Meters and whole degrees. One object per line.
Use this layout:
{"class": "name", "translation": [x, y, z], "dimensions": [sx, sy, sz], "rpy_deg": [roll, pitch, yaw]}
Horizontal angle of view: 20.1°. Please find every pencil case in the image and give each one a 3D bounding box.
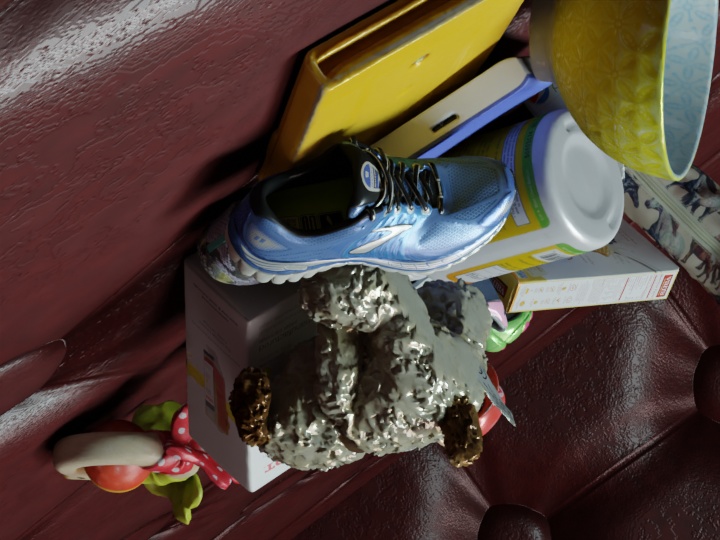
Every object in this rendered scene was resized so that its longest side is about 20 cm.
{"class": "pencil case", "translation": [0.270, -0.046, 1.685], "dimensions": [0.078, 0.200, 0.089], "rpy_deg": [-51, 160, 23]}

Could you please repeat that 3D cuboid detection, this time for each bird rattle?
{"class": "bird rattle", "translation": [-0.186, 0.169, 1.774], "dimensions": [0.162, 0.113, 0.200], "rpy_deg": [0, 175, -10]}

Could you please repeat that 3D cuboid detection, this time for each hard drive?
{"class": "hard drive", "translation": [0.075, -0.113, 1.486], "dimensions": [0.132, 0.025, 0.200], "rpy_deg": [-32, 179, 13]}

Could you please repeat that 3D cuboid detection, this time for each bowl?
{"class": "bowl", "translation": [0.176, -0.166, 1.393], "dimensions": [0.107, 0.201, 0.200], "rpy_deg": [7, -177, 18]}

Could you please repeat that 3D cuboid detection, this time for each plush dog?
{"class": "plush dog", "translation": [-0.001, 0.091, 1.474], "dimensions": [0.171, 0.161, 0.200], "rpy_deg": [-26, 158, 27]}

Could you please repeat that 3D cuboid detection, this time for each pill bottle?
{"class": "pill bottle", "translation": [0.098, -0.051, 1.613], "dimensions": [0.199, 0.112, 0.111], "rpy_deg": [-16, -176, 37]}

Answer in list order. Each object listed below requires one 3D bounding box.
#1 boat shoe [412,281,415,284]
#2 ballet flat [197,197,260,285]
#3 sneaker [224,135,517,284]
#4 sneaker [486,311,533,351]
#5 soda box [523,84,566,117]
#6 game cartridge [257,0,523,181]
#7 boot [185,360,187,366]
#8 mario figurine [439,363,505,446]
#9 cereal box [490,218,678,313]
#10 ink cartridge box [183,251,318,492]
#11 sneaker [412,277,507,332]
{"class": "boat shoe", "translation": [0.000, 0.000, 1.707], "dimensions": [0.201, 0.060, 0.072], "rpy_deg": [-32, 133, -41]}
{"class": "ballet flat", "translation": [-0.019, -0.036, 1.456], "dimensions": [0.199, 0.072, 0.072], "rpy_deg": [-16, 161, -31]}
{"class": "sneaker", "translation": [0.013, -0.042, 1.347], "dimensions": [0.199, 0.079, 0.089], "rpy_deg": [-11, 159, -15]}
{"class": "sneaker", "translation": [0.115, -0.010, 1.910], "dimensions": [0.077, 0.084, 0.200], "rpy_deg": [-39, -152, 19]}
{"class": "soda box", "translation": [0.194, -0.152, 1.703], "dimensions": [0.068, 0.064, 0.200], "rpy_deg": [-39, 170, 19]}
{"class": "game cartridge", "translation": [0.021, -0.130, 1.345], "dimensions": [0.176, 0.033, 0.200], "rpy_deg": [-32, 172, -20]}
{"class": "boot", "translation": [-0.060, 0.046, 1.796], "dimensions": [0.131, 0.068, 0.200], "rpy_deg": [-45, 168, 21]}
{"class": "mario figurine", "translation": [0.051, 0.097, 1.815], "dimensions": [0.199, 0.124, 0.106], "rpy_deg": [11, 179, -34]}
{"class": "cereal box", "translation": [0.175, -0.021, 1.868], "dimensions": [0.199, 0.144, 0.040], "rpy_deg": [-5, 126, -37]}
{"class": "ink cartridge box", "translation": [-0.055, 0.053, 1.569], "dimensions": [0.145, 0.083, 0.201], "rpy_deg": [-31, 145, -29]}
{"class": "sneaker", "translation": [0.037, 0.072, 1.720], "dimensions": [0.200, 0.082, 0.070], "rpy_deg": [-39, 172, -8]}
